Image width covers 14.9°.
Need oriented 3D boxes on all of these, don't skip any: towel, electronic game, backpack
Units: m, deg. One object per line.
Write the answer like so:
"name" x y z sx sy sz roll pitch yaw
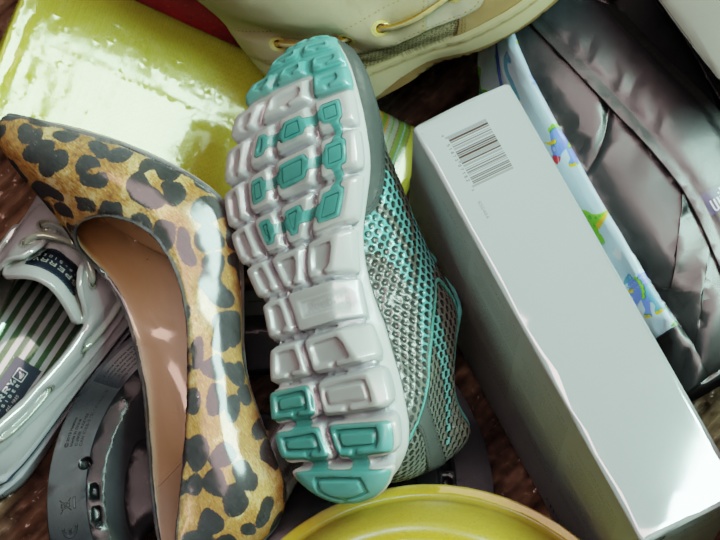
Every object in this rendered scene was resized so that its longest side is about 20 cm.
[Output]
"towel" -0.072 -0.064 1.255 0.200 0.018 0.086 24 75 -13
"electronic game" -0.040 0.103 1.227 0.200 0.042 0.200 1 68 -3
"backpack" 0.136 -0.061 1.222 0.163 0.154 0.200 -35 93 -16

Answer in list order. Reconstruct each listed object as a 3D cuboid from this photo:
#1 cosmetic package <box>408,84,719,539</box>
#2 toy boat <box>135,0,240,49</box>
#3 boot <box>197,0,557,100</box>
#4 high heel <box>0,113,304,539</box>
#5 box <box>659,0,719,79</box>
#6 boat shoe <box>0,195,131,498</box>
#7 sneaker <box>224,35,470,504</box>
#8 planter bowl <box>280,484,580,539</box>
"cosmetic package" 0.086 0.039 1.182 0.052 0.151 0.200 -25 74 -11
"toy boat" -0.021 -0.174 1.264 0.200 0.131 0.131 -3 73 2
"boot" -0.001 -0.157 1.166 0.200 0.155 0.073 -27 40 34
"high heel" -0.102 0.030 1.182 0.200 0.071 0.143 36 64 -4
"box" 0.211 -0.122 1.178 0.068 0.200 0.082 -49 57 30
"boat shoe" -0.134 0.011 1.248 0.073 0.067 0.200 21 75 9
"sneaker" 0.000 0.000 1.180 0.078 0.091 0.200 -12 81 36
"planter bowl" 0.023 0.189 1.120 0.200 0.083 0.201 -1 87 10
